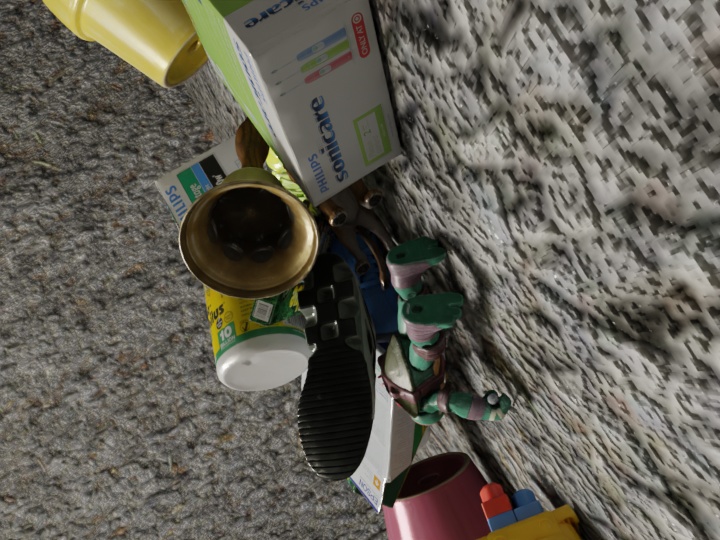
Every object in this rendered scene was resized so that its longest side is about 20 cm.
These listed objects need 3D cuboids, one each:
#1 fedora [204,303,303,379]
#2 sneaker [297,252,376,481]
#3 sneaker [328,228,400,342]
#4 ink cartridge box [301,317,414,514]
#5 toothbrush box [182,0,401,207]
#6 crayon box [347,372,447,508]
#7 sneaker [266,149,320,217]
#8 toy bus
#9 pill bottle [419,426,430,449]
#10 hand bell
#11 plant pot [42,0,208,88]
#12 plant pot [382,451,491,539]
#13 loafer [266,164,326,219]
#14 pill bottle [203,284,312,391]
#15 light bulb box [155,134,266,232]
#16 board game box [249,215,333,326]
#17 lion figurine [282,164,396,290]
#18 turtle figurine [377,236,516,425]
[{"bbox_3d":[-0.111,0.069,0.947,0.199,0.092,0.201,30,-177,-2],"label":"fedora"},{"bbox_3d":[-0.012,0.092,0.641,0.088,0.073,0.203,40,-134,-64],"label":"sneaker"},{"bbox_3d":[0.000,0.000,0.753,0.201,0.065,0.079,-115,22,-56],"label":"sneaker"},{"bbox_3d":[-0.008,0.138,0.794,0.199,0.040,0.203,38,132,47],"label":"ink cartridge box"},{"bbox_3d":[-0.063,-0.172,0.507,0.201,0.085,0.146,55,172,35],"label":"toothbrush box"},{"bbox_3d":[0.035,0.194,0.905,0.058,0.175,0.200,24,174,-7],"label":"crayon box"},{"bbox_3d":[-0.068,-0.087,0.763,0.201,0.074,0.077,89,176,-57],"label":"sneaker"},{"bbox_3d":[0.172,0.303,0.640,0.193,0.134,0.201,-110,-5,-46],"label":"toy bus"},{"bbox_3d":[0.039,0.198,1.111,0.202,0.108,0.109,62,172,-18],"label":"pill bottle"},{"bbox_3d":[-0.091,-0.079,0.581,0.201,0.103,0.105,-100,-12,-52],"label":"hand bell"},{"bbox_3d":[-0.284,-0.359,0.913,0.189,0.201,0.201,43,173,-4],"label":"plant pot"},{"bbox_3d":[0.116,0.344,0.879,0.200,0.198,0.181,156,91,-82],"label":"plant pot"},{"bbox_3d":[-0.072,-0.101,0.876,0.201,0.071,0.063,60,-173,-51],"label":"loafer"},{"bbox_3d":[-0.131,0.031,0.827,0.113,0.111,0.202,73,-179,-60],"label":"pill bottle"},{"bbox_3d":[-0.152,-0.079,0.985,0.125,0.198,0.199,53,170,33],"label":"light bulb box"},{"bbox_3d":[-0.062,-0.005,0.686,0.023,0.106,0.200,20,-176,5],"label":"board game box"},{"bbox_3d":[-0.021,-0.070,0.652,0.123,0.072,0.201,51,167,34],"label":"lion figurine"},{"bbox_3d":[0.065,0.079,0.593,0.150,0.100,0.202,52,163,45],"label":"turtle figurine"}]
